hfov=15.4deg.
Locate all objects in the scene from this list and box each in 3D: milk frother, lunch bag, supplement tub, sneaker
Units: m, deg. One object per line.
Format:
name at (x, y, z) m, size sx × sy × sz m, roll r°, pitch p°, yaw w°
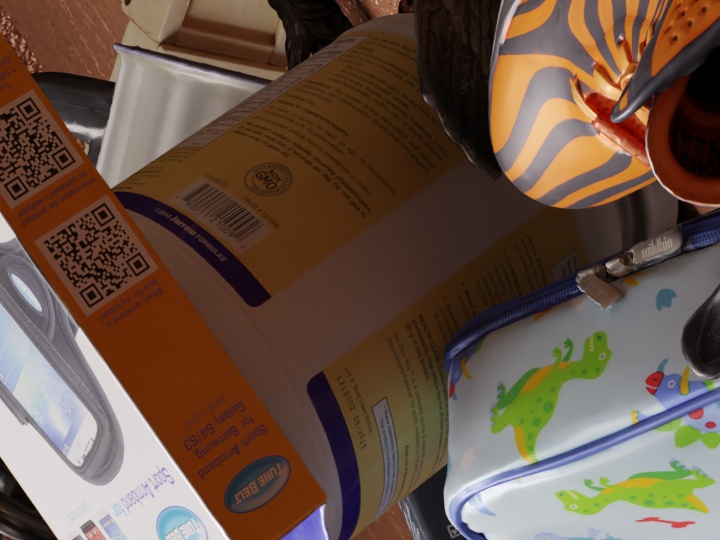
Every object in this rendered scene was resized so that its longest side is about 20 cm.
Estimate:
milk frother at (-0.088, 0.010, 1.026) m, size 0.180 × 0.189 × 0.200 m, roll 12°, pitch -176°, yaw -8°
lunch bag at (0.130, 0.063, 0.856) m, size 0.200 × 0.160 × 0.083 m, roll 32°, pitch -133°, yaw -37°
supplement tub at (0.000, 0.000, 0.927) m, size 0.145 × 0.200 × 0.146 m, roll 37°, pitch 146°, yaw 30°
sneaker at (0.080, -0.052, 0.694) m, size 0.077 × 0.112 × 0.200 m, roll 27°, pitch 142°, yaw -9°

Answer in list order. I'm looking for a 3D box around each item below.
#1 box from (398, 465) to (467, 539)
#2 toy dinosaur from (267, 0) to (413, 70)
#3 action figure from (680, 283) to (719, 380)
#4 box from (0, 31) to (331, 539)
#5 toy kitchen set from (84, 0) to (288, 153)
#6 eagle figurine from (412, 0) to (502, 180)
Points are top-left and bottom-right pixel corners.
box at (0.082, 0.066, 1.138) m, size 0.107 × 0.148 × 0.201 m, roll 77°, pitch 170°, yaw -71°
toy dinosaur at (0.024, -0.145, 1.061) m, size 0.201 × 0.102 × 0.136 m, roll 71°, pitch 157°, yaw 6°
action figure at (0.178, 0.021, 0.709) m, size 0.102 × 0.200 × 0.119 m, roll -15°, pitch 87°, yaw 42°
box at (-0.087, 0.034, 0.844) m, size 0.200 × 0.041 × 0.119 m, roll 56°, pitch 151°, yaw 3°
toy kitchen set at (-0.081, -0.117, 1.446) m, size 0.163 × 0.201 × 0.180 m, roll 9°, pitch -160°, yaw -33°
eagle figurine at (0.015, -0.146, 0.837) m, size 0.200 × 0.151 × 0.152 m, roll 40°, pitch -178°, yaw 18°
